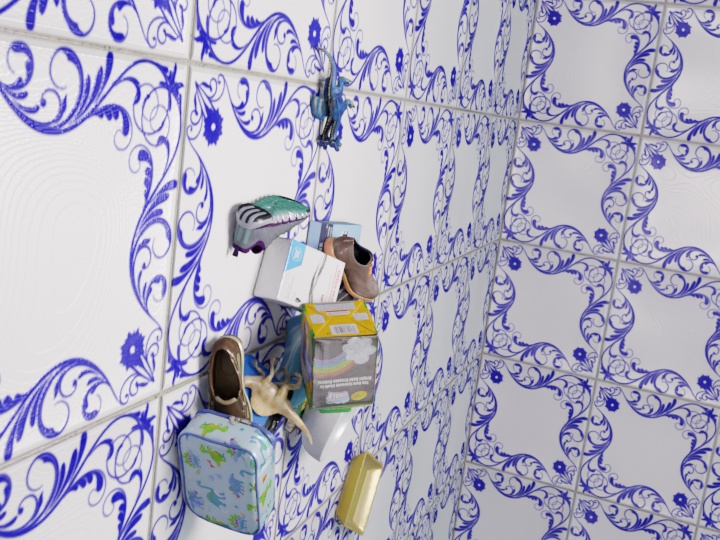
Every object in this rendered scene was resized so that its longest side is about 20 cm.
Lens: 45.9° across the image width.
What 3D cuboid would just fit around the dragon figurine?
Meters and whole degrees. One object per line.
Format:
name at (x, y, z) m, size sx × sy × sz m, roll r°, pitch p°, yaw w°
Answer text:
dragon figurine at (-0.058, -0.325, 1.648) m, size 0.201 × 0.058 × 0.100 m, roll 81°, pitch 28°, yaw -47°

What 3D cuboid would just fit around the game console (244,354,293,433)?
game console at (-0.217, 0.290, 1.578) m, size 0.201 × 0.117 × 0.171 m, roll -63°, pitch 180°, yaw -36°

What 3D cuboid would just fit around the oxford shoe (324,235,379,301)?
oxford shoe at (0.000, 0.000, 1.760) m, size 0.200 × 0.072 × 0.072 m, roll 49°, pitch 39°, yaw -47°

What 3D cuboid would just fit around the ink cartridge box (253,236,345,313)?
ink cartridge box at (-0.100, 0.020, 1.616) m, size 0.199 × 0.066 × 0.117 m, roll 24°, pitch 77°, yaw -49°

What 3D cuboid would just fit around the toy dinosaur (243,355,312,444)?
toy dinosaur at (-0.153, 0.227, 1.559) m, size 0.102 × 0.200 × 0.058 m, roll -56°, pitch -164°, yaw -22°

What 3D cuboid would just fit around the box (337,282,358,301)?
box at (-0.060, 0.120, 1.839) m, size 0.143 × 0.036 × 0.202 m, roll -37°, pitch 151°, yaw -56°

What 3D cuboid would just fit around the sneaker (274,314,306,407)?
sneaker at (-0.130, 0.176, 1.702) m, size 0.201 × 0.079 × 0.131 m, roll -58°, pitch -155°, yaw 26°

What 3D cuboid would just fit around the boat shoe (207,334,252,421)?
boat shoe at (-0.228, 0.215, 1.434) m, size 0.075 × 0.074 × 0.205 m, roll -77°, pitch 161°, yaw -81°

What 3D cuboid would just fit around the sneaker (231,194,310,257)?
sneaker at (-0.164, -0.078, 1.505) m, size 0.199 × 0.074 × 0.088 m, roll -17°, pitch 134°, yaw -60°

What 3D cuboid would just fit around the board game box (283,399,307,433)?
board game box at (-0.102, 0.243, 1.799) m, size 0.105 × 0.023 × 0.202 m, roll -36°, pitch 152°, yaw -60°

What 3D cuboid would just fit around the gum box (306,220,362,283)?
gum box at (-0.063, -0.018, 1.822) m, size 0.200 × 0.044 × 0.172 m, roll -9°, pitch 110°, yaw -70°

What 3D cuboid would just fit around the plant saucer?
plant saucer at (-0.008, 0.600, 2.303) m, size 0.200 × 0.048 × 0.202 m, roll 59°, pitch 45°, yaw -62°

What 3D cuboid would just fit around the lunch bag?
lunch bag at (-0.222, 0.332, 1.411) m, size 0.083 × 0.159 × 0.202 m, roll -54°, pitch 151°, yaw -54°

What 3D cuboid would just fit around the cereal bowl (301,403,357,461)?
cereal bowl at (-0.067, 0.302, 1.826) m, size 0.201 × 0.083 × 0.200 m, roll -56°, pitch 168°, yaw -19°

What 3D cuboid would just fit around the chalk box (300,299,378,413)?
chalk box at (-0.043, 0.173, 1.568) m, size 0.124 × 0.123 × 0.202 m, roll -114°, pitch -154°, yaw -58°
